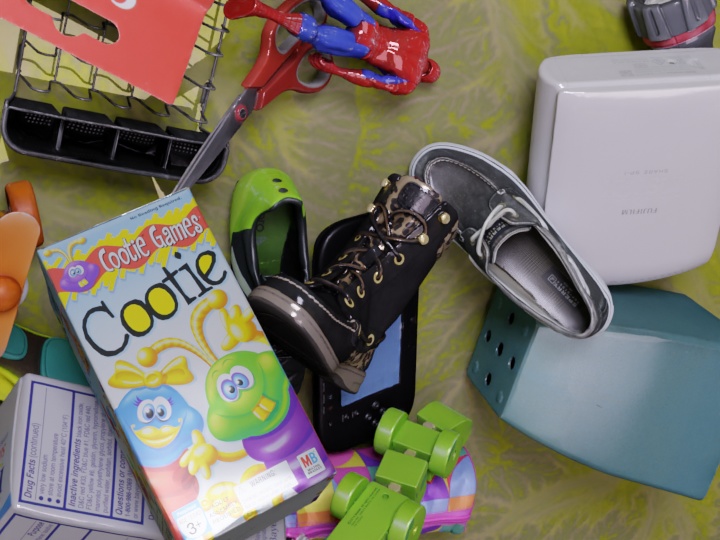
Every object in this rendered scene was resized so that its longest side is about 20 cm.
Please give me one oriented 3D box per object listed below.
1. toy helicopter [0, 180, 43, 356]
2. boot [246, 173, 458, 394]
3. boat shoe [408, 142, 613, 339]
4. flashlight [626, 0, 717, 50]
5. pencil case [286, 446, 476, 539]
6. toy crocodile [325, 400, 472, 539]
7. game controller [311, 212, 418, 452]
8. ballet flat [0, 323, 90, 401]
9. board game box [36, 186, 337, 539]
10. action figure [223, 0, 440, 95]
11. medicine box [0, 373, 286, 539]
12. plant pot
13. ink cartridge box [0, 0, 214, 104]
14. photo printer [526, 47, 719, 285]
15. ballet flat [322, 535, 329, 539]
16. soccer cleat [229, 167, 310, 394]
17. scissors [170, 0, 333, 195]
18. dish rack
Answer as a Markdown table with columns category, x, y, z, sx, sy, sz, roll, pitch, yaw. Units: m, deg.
| category | x | y | z | sx | sy | sz | roll | pitch | yaw |
| --- | --- | --- | --- | --- | --- | --- | --- | --- | --- |
| toy helicopter | -0.234 | -0.035 | 0.664 | 0.078 | 0.133 | 0.201 | -13 | 149 | -18 |
| boot | 0.000 | 0.000 | 0.757 | 0.151 | 0.073 | 0.200 | -55 | 159 | -8 |
| boat shoe | 0.115 | -0.027 | 0.831 | 0.200 | 0.071 | 0.072 | 41 | 102 | 10 |
| flashlight | 0.284 | -0.151 | 0.910 | 0.067 | 0.068 | 0.201 | -35 | 120 | -9 |
| pencil case | 0.002 | 0.194 | 0.927 | 0.198 | 0.088 | 0.089 | -4 | 113 | -23 |
| toy crocodile | 0.030 | 0.171 | 0.861 | 0.200 | 0.067 | 0.062 | -51 | 150 | -44 |
| game controller | 0.004 | 0.048 | 0.878 | 0.104 | 0.042 | 0.202 | -23 | 122 | -43 |
| ballet flat | -0.246 | 0.075 | 0.789 | 0.199 | 0.067 | 0.067 | 31 | 119 | -28 |
| board game box | -0.110 | 0.070 | 0.686 | 0.102 | 0.105 | 0.201 | -25 | 76 | -18 |
| action figure | -0.008 | -0.170 | 0.769 | 0.199 | 0.051 | 0.066 | 17 | 87 | -45 |
| medicine box | -0.182 | 0.181 | 0.786 | 0.199 | 0.104 | 0.182 | 19 | 135 | -28 |
| plant pot | 0.205 | 0.086 | 0.942 | 0.198 | 0.141 | 0.142 | 14 | 106 | -19 |
| ink cartridge box | -0.140 | -0.228 | 0.658 | 0.162 | 0.057 | 0.202 | 25 | 69 | -29 |
| photo printer | 0.215 | -0.075 | 0.881 | 0.165 | 0.070 | 0.201 | -3 | 127 | -5 |
| ballet flat | -0.030 | 0.286 | 0.910 | 0.070 | 0.066 | 0.201 | -5 | 145 | -17 |
| soccer cleat | -0.068 | 0.024 | 0.825 | 0.067 | 0.081 | 0.202 | -9 | 115 | -19 |
| scissors | -0.080 | -0.121 | 0.745 | 0.200 | 0.014 | 0.074 | -45 | 135 | -35 |
| dish rack | -0.149 | -0.169 | 0.725 | 0.152 | 0.055 | 0.202 | 7 | 108 | -27 |
